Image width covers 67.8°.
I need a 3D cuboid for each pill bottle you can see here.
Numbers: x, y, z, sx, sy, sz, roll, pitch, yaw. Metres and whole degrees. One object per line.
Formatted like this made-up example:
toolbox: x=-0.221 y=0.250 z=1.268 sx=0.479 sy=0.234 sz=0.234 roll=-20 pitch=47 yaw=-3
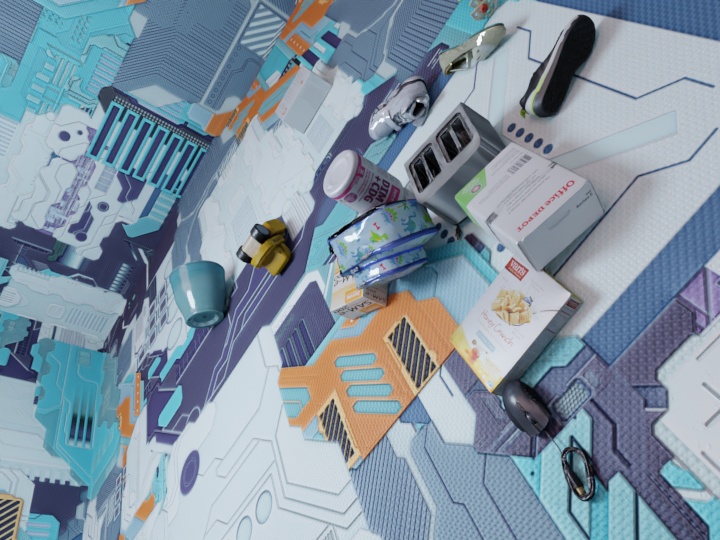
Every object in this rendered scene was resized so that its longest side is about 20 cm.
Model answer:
pill bottle: x=0.026 y=-0.179 z=1.220 sx=0.113 sy=0.199 sz=0.114 roll=-33 pitch=44 yaw=40

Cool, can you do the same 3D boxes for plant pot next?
plant pot: x=-0.574 y=0.097 z=1.922 sx=0.200 sy=0.199 sz=0.189 roll=-39 pitch=55 yaw=34

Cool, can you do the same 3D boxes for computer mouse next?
computer mouse: x=0.261 y=0.234 z=0.763 sx=0.059 sy=0.034 sz=0.200 roll=-52 pitch=37 yaw=16

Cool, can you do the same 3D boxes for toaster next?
toaster: x=0.195 y=-0.205 z=1.070 sx=0.181 sy=0.118 sz=0.201 roll=-45 pitch=38 yaw=30

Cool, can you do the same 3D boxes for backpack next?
backpack: x=0.060 y=-0.056 z=1.108 sx=0.200 sy=0.182 sz=0.148 roll=-33 pitch=80 yaw=47

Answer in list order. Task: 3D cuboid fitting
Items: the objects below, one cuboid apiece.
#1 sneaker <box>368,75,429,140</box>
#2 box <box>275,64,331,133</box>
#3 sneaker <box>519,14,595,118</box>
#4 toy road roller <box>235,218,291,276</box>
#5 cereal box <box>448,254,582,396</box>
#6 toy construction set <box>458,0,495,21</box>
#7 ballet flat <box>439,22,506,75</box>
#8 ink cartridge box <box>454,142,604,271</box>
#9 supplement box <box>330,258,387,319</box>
sneaker: x=0.099 y=-0.397 z=1.371 sx=0.200 sy=0.075 sz=0.115 roll=-43 pitch=36 yaw=26
box: x=-0.209 y=-0.621 z=1.941 sx=0.201 sy=0.097 sz=0.125 roll=-55 pitch=34 yaw=15
sneaker: x=0.355 y=-0.381 z=0.998 sx=0.201 sy=0.071 sz=0.083 roll=-61 pitch=32 yaw=6
toy road roller: x=-0.283 y=-0.066 z=1.694 sx=0.123 sy=0.146 sz=0.200 roll=-51 pitch=-2 yaw=21
cereal box: x=0.246 y=0.084 z=0.880 sx=0.201 sy=0.039 sz=0.144 roll=-57 pitch=34 yaw=14
toy construction set: x=0.277 y=-0.693 z=1.295 sx=0.131 sy=0.092 sz=0.201 roll=-28 pitch=51 yaw=10
ballet flat: x=0.261 y=-0.504 z=1.239 sx=0.200 sy=0.067 sz=0.063 roll=-2 pitch=95 yaw=58
ink cartridge box: x=0.275 y=-0.112 z=0.895 sx=0.145 sy=0.084 sz=0.200 roll=-43 pitch=36 yaw=5
supplement box: x=0.000 y=0.000 z=1.257 sx=0.126 sy=0.073 sz=0.201 roll=-28 pitch=48 yaw=44
